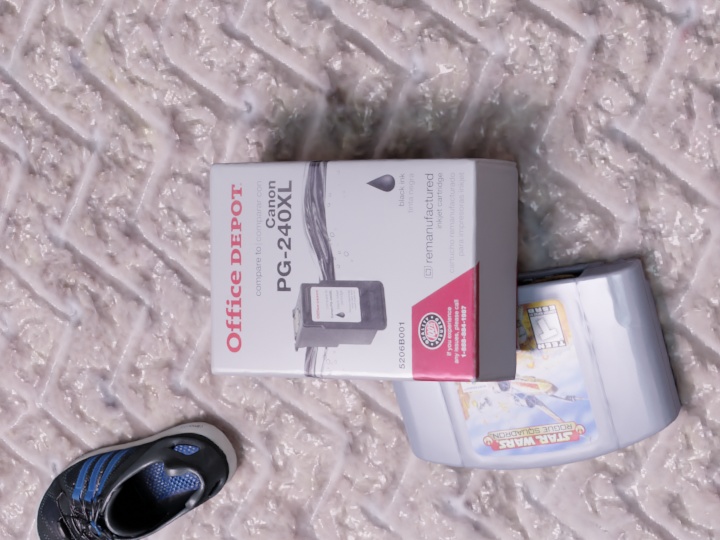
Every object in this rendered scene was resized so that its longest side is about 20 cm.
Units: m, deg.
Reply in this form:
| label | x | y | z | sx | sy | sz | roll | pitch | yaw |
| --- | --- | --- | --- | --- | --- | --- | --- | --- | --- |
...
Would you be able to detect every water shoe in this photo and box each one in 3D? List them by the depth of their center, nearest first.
| label | x | y | z | sx | sy | sz | roll | pitch | yaw |
| --- | --- | --- | --- | --- | --- | --- | --- | --- | --- |
| water shoe | -0.184 | 0.171 | 1.615 | 0.199 | 0.079 | 0.072 | -30 | 97 | 30 |

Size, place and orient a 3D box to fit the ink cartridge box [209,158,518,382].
| label | x | y | z | sx | sy | sz | roll | pitch | yaw |
| --- | --- | --- | --- | --- | --- | --- | --- | --- | --- |
| ink cartridge box | 0.000 | 0.000 | 1.437 | 0.198 | 0.083 | 0.147 | 0 | 90 | 25 |

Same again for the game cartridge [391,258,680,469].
| label | x | y | z | sx | sy | sz | roll | pitch | yaw |
| --- | --- | --- | --- | --- | --- | --- | --- | --- | --- |
| game cartridge | 0.113 | 0.069 | 1.471 | 0.198 | 0.042 | 0.134 | -10 | 103 | 26 |
